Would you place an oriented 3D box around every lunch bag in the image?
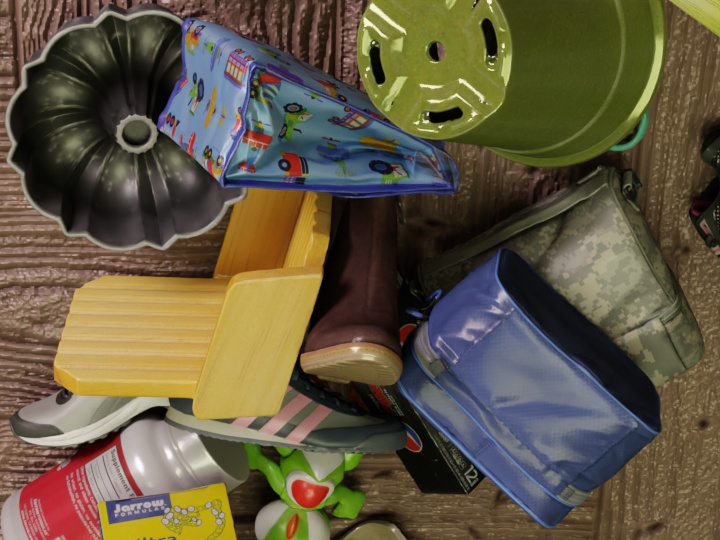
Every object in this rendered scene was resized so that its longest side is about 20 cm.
[{"bbox_3d":[0.161,0.023,1.683,0.200,0.139,0.168,-26,120,12],"label":"lunch bag"},{"bbox_3d":[0.115,0.088,1.572,0.200,0.136,0.132,43,106,-3],"label":"lunch bag"},{"bbox_3d":[-0.026,-0.109,1.526,0.200,0.151,0.094,9,105,-26],"label":"lunch bag"}]

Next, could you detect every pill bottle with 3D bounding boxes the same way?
[{"bbox_3d":[-0.199,0.194,1.779,0.200,0.112,0.112,-33,116,14],"label":"pill bottle"}]

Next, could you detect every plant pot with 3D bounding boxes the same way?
[{"bbox_3d":[0.095,-0.164,1.498,0.200,0.190,0.200,5,101,28],"label":"plant pot"}]

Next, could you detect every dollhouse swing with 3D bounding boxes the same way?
[{"bbox_3d":[-0.130,0.001,1.624,0.176,0.200,0.182,15,118,-6],"label":"dollhouse swing"}]

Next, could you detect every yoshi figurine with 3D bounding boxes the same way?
[{"bbox_3d":[-0.047,0.182,1.808,0.112,0.112,0.200,1,112,-50],"label":"yoshi figurine"}]

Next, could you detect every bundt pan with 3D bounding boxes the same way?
[{"bbox_3d":[-0.175,-0.120,1.614,0.202,0.076,0.202,-3,116,-7],"label":"bundt pan"}]

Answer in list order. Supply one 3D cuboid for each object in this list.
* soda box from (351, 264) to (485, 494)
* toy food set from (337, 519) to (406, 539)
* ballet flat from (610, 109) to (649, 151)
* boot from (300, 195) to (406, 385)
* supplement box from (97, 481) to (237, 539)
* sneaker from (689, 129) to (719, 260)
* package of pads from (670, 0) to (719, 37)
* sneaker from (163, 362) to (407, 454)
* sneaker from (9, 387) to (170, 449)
[{"bbox_3d":[0.040,0.090,1.726,0.063,0.071,0.200,-41,109,-29],"label":"soda box"},{"bbox_3d":[-0.014,0.336,1.868,0.200,0.060,0.144,-39,119,-8],"label":"toy food set"},{"bbox_3d":[0.173,-0.174,1.611,0.067,0.070,0.200,-26,117,12],"label":"ballet flat"},{"bbox_3d":[0.000,0.000,1.557,0.072,0.200,0.166,11,85,-8],"label":"boot"},{"bbox_3d":[-0.153,0.287,1.726,0.109,0.110,0.200,-9,134,-9],"label":"supplement box"},{"bbox_3d":[0.314,-0.034,1.707,0.086,0.080,0.200,1,112,10],"label":"sneaker"},{"bbox_3d":[0.300,-0.238,1.535,0.200,0.155,0.068,33,155,-19],"label":"package of pads"},{"bbox_3d":[-0.056,0.102,1.692,0.200,0.070,0.082,8,94,-6],"label":"sneaker"},{"bbox_3d":[-0.205,0.089,1.750,0.200,0.074,0.079,-23,109,3],"label":"sneaker"}]
